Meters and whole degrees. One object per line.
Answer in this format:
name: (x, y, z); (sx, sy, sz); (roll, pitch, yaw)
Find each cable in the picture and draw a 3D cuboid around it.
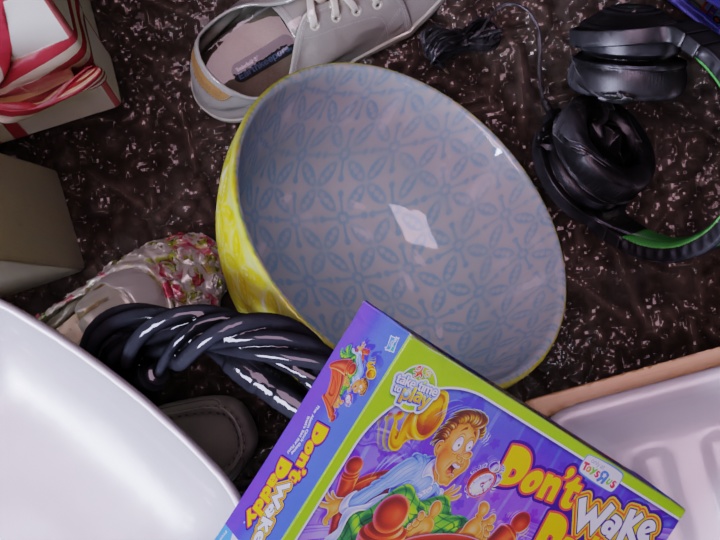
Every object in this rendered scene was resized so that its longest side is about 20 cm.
cable: (-0.073, 0.081, 0.705); (0.198, 0.164, 0.051); (0, 46, 33)

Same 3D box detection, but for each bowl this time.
bowl: (0.000, 0.000, 0.763); (0.201, 0.200, 0.108); (50, 137, 5)
bowl: (-0.168, 0.137, 0.670); (0.199, 0.075, 0.200); (37, 81, 7)

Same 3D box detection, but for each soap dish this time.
soap dish: (0.202, 0.120, 0.762); (0.197, 0.081, 0.159); (-16, 87, 5)

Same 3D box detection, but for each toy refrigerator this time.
toy refrigerator: (-0.218, -0.025, 0.752); (0.075, 0.200, 0.071); (-18, 87, 6)

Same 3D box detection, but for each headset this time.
headset: (0.124, -0.085, 0.758); (0.200, 0.093, 0.125); (40, 128, 34)

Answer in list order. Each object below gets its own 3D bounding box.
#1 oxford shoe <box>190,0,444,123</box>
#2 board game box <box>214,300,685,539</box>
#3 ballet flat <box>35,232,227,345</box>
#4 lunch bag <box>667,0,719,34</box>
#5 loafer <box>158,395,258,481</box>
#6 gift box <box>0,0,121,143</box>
oxford shoe: (-0.014, -0.154, 0.806); (0.199, 0.058, 0.076); (-35, 81, 2)
board game box: (0.045, 0.121, 0.658); (0.199, 0.045, 0.135); (32, 91, -33)
ballet flat: (-0.161, 0.047, 0.813); (0.199, 0.064, 0.076); (-36, 83, 4)
lunch bag: (0.223, -0.208, 0.778); (0.200, 0.094, 0.151); (40, 94, 18)
loafer: (-0.151, 0.131, 0.806); (0.198, 0.070, 0.071); (-29, 86, 5)
gift box: (-0.244, -0.155, 0.745); (0.182, 0.200, 0.189); (-18, 76, 5)
